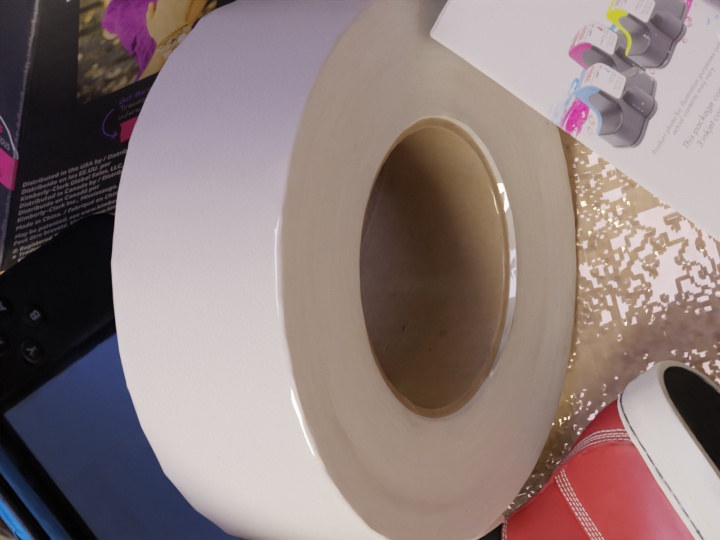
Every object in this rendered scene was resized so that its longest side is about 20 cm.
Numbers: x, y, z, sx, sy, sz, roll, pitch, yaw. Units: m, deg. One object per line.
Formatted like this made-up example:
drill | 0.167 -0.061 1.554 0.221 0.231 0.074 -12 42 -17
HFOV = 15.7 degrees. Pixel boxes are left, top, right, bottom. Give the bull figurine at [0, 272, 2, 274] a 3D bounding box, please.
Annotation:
bull figurine | -0.119 0.078 1.081 0.121 0.065 0.200 -44 69 22

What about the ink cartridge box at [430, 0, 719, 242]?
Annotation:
ink cartridge box | 0.108 -0.075 0.904 0.200 0.115 0.068 39 109 28

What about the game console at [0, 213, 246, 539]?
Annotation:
game console | -0.071 0.078 0.941 0.200 0.171 0.118 53 143 -2

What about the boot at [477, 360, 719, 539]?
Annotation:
boot | 0.114 0.153 0.928 0.144 0.072 0.200 -46 59 25

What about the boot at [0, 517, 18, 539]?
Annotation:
boot | -0.180 0.102 1.054 0.175 0.066 0.200 64 158 -9

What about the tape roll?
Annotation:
tape roll | 0.000 0.000 0.924 0.071 0.202 0.203 0 90 32

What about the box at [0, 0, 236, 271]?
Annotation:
box | -0.119 -0.118 1.006 0.122 0.106 0.200 46 141 29
